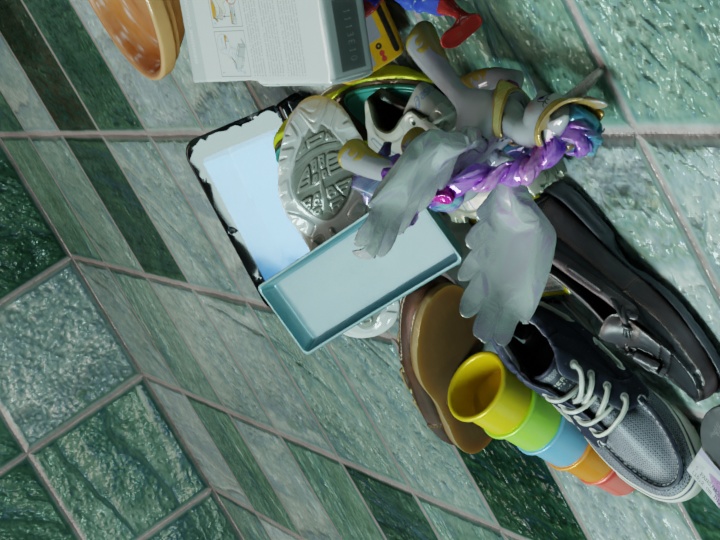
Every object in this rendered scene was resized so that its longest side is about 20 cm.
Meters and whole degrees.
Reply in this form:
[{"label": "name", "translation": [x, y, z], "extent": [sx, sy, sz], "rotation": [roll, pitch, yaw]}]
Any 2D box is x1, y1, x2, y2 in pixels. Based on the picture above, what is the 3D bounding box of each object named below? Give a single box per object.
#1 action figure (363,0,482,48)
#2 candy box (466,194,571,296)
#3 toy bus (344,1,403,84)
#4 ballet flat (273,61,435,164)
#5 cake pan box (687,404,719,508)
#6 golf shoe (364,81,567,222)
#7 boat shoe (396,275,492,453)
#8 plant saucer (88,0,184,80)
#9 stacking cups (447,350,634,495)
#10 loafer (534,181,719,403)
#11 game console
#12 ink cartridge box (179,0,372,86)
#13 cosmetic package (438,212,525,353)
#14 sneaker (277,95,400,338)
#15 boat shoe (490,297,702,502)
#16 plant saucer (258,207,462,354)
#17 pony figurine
[{"label": "action figure", "translation": [0.003, -0.204, 1.425], "extent": [0.066, 0.099, 0.200], "rotation": [65, 173, -29]}, {"label": "candy box", "translation": [0.114, -0.024, 1.594], "extent": [0.103, 0.026, 0.200], "rotation": [56, 165, -7]}, {"label": "toy bus", "translation": [-0.035, -0.201, 1.591], "extent": [0.065, 0.078, 0.200], "rotation": [62, 163, -22]}, {"label": "ballet flat", "translation": [0.004, -0.137, 1.601], "extent": [0.199, 0.067, 0.067], "rotation": [-20, 127, 44]}, {"label": "cake pan box", "translation": [0.315, 0.164, 1.335], "extent": [0.200, 0.052, 0.184], "rotation": [51, 161, 16]}, {"label": "golf shoe", "translation": [0.067, -0.094, 1.470], "extent": [0.199, 0.078, 0.098], "rotation": [6, 127, 51]}, {"label": "boat shoe", "translation": [0.059, 0.071, 1.580], "extent": [0.070, 0.070, 0.201], "rotation": [38, 155, 37]}, {"label": "plant saucer", "translation": [-0.202, -0.257, 1.639], "extent": [0.201, 0.037, 0.201], "rotation": [54, 163, 25]}, {"label": "stacking cups", "translation": [0.153, 0.134, 1.586], "extent": [0.200, 0.061, 0.060], "rotation": [35, 180, -39]}, {"label": "loafer", "translation": [0.182, 0.025, 1.426], "extent": [0.200, 0.063, 0.072], "rotation": [50, 163, 19]}, {"label": "game console", "translation": [-0.051, -0.053, 1.857], "extent": [0.201, 0.116, 0.176], "rotation": [62, 163, -22]}, {"label": "ink cartridge box", "translation": [-0.073, -0.235, 1.416], "extent": [0.173, 0.043, 0.201], "rotation": [7, 110, 52]}, {"label": "cosmetic package", "translation": [0.064, 0.003, 1.655], "extent": [0.200, 0.051, 0.151], "rotation": [47, 158, 32]}, {"label": "sneaker", "translation": [-0.021, -0.049, 1.596], "extent": [0.099, 0.077, 0.201], "rotation": [-93, -9, -73]}, {"label": "boat shoe", "translation": [0.177, 0.101, 1.504], "extent": [0.200, 0.075, 0.093], "rotation": [47, -159, 27]}, {"label": "plant saucer", "translation": [0.000, 0.000, 1.521], "extent": [0.200, 0.019, 0.070], "rotation": [-33, 95, 43]}, {"label": "pony figurine", "translation": [0.070, -0.073, 1.353], "extent": [0.166, 0.194, 0.200], "rotation": [34, 176, -36]}]
